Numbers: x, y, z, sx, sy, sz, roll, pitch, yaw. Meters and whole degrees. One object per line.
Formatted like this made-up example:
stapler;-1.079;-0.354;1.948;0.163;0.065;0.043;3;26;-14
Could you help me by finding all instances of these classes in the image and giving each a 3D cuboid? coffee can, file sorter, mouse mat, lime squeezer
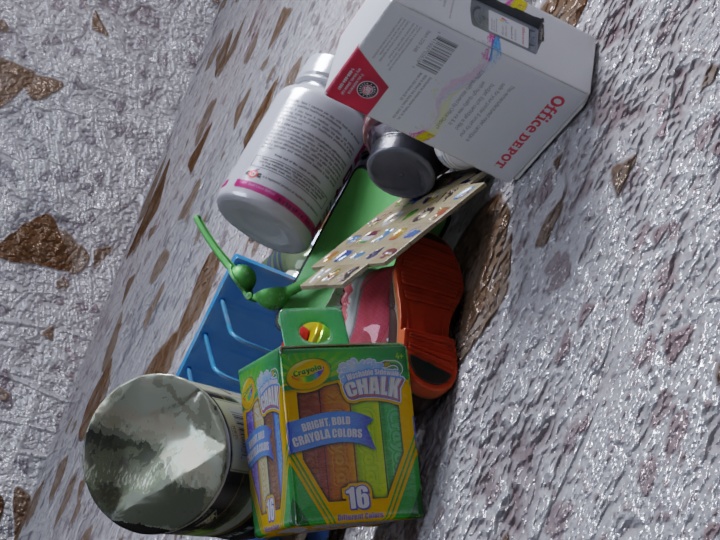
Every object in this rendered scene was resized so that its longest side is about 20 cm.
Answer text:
coffee can;-0.154;0.180;1.639;0.147;0.146;0.200;-67;-22;-2
file sorter;-0.115;0.112;1.942;0.200;0.139;0.123;-63;19;15
mouse mat;0.000;0.000;1.794;0.161;0.008;0.200;31;95;45
lime squeezer;-0.109;0.001;1.836;0.038;0.200;0.071;-13;-62;-58

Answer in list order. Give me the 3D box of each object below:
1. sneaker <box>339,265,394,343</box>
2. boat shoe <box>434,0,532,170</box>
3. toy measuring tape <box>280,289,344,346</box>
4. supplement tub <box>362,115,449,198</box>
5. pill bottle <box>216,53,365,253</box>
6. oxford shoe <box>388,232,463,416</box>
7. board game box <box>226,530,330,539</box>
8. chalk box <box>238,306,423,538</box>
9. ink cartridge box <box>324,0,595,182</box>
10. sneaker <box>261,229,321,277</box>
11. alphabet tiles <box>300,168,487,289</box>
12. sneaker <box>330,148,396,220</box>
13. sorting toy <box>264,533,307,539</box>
sneaker;0.019;0.078;1.666;0.087;0.074;0.200;-20;52;41
boat shoe;0.133;-0.192;1.686;0.068;0.072;0.200;6;65;52
toy measuring tape;-0.027;0.054;1.726;0.200;0.074;0.074;-61;13;-16
supplement tub;0.064;-0.167;1.763;0.107;0.107;0.200;-49;18;48
pill bottle;-0.061;-0.128;1.863;0.200;0.113;0.113;-61;13;-19
oxford shoe;0.049;0.047;1.610;0.073;0.071;0.200;123;161;-45
board game box;-0.056;0.213;1.740;0.158;0.039;0.200;10;77;47
chalk box;-0.030;0.129;1.533;0.124;0.124;0.200;150;116;-66
ink cartridge box;0.089;-0.184;1.556;0.148;0.200;0.086;-48;24;48
sneaker;-0.074;-0.010;2.127;0.090;0.067;0.200;-62;15;-9
alphabet tiles;0.035;-0.041;1.677;0.200;0.006;0.166;-38;15;-22
sneaker;0.010;-0.077;1.901;0.200;0.075;0.115;-39;29;53
sorting toy;-0.125;0.326;1.620;0.185;0.036;0.200;-48;8;15
